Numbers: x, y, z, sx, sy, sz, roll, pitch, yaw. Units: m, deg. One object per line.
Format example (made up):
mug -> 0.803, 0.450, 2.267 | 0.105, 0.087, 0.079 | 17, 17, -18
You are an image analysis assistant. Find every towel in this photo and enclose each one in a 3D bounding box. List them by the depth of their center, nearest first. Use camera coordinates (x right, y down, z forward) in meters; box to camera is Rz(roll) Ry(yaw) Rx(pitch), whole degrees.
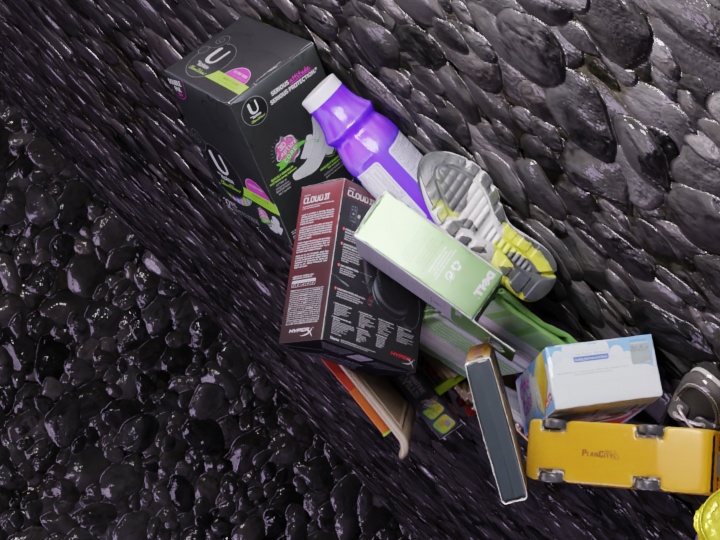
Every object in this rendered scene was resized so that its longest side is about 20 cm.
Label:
towel -> 0.140, 0.070, 1.749 | 0.149, 0.031, 0.199 | 32, 153, -29

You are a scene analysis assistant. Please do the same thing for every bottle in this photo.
bottle -> 0.021, -0.121, 1.664 | 0.200, 0.065, 0.084 | 46, -159, -11

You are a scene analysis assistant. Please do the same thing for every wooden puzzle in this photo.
wooden puzzle -> 0.000, 0.120, 1.837 | 0.201, 0.037, 0.185 | 56, -172, -3

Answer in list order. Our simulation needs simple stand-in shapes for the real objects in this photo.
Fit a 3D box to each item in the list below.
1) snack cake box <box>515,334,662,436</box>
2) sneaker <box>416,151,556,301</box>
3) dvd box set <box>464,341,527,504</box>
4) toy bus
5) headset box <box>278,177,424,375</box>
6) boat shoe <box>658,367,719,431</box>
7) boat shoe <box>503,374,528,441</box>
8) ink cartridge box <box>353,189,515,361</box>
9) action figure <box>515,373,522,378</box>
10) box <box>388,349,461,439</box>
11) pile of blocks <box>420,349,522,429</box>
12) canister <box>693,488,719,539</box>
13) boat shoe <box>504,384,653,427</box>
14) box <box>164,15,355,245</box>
snack cake box -> 0.240, 0.126, 1.668 | 0.200, 0.114, 0.068 | 104, 158, -75
sneaker -> 0.117, -0.043, 1.624 | 0.200, 0.075, 0.084 | 49, 167, -21
dvd box set -> 0.142, 0.154, 1.629 | 0.200, 0.029, 0.148 | -25, -80, -84
toy bus -> 0.268, 0.187, 1.574 | 0.198, 0.066, 0.078 | 0, 172, 36
headset box -> 0.000, 0.000, 1.712 | 0.148, 0.202, 0.075 | 21, 161, -41
boat shoe -> 0.343, 0.160, 1.612 | 0.067, 0.057, 0.200 | 39, 167, 19
boat shoe -> 0.199, 0.157, 2.018 | 0.200, 0.074, 0.069 | 49, -167, 5
ink cartridge box -> 0.090, 0.007, 1.585 | 0.199, 0.060, 0.104 | 36, 174, 8
action figure -> 0.201, 0.103, 1.861 | 0.065, 0.052, 0.200 | 24, 160, 34
box -> 0.049, 0.106, 1.927 | 0.200, 0.035, 0.110 | 52, -171, -28
pile of blocks -> 0.136, 0.153, 1.924 | 0.200, 0.062, 0.082 | 39, -152, -28
canister -> 0.400, 0.256, 1.546 | 0.087, 0.148, 0.200 | 57, 175, 22
boat shoe -> 0.248, 0.175, 1.841 | 0.201, 0.065, 0.074 | 22, 177, 26
box -> -0.105, -0.160, 1.759 | 0.148, 0.124, 0.201 | 29, 150, 47
